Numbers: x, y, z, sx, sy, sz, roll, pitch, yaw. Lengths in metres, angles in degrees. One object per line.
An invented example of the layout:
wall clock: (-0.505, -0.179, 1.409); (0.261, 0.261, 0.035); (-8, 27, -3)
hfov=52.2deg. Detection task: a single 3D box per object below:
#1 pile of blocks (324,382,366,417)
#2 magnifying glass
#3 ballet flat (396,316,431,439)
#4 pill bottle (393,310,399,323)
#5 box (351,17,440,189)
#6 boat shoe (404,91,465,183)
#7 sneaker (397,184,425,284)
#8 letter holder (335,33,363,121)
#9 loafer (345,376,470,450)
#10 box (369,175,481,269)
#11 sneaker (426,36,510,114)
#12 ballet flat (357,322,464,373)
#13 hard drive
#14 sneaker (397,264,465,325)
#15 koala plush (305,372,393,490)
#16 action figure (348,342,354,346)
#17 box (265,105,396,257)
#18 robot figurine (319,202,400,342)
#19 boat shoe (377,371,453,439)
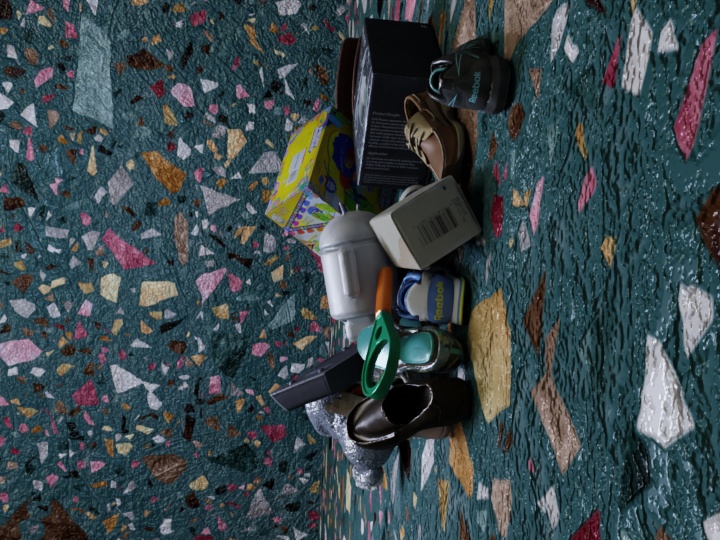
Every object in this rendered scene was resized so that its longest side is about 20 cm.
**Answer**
pile of blocks: (0.021, 0.203, 1.167); (0.081, 0.198, 0.064); (10, 82, 40)
magnifying glass: (0.030, 0.077, 0.965); (0.080, 0.022, 0.203); (-54, 24, 43)
ballet flat: (0.084, 0.155, 1.124); (0.063, 0.067, 0.205); (-19, -63, -67)
pill bottle: (0.046, 0.038, 1.237); (0.106, 0.104, 0.205); (-116, 29, -76)
box: (0.056, -0.271, 1.194); (0.202, 0.121, 0.200); (-95, 12, -50)
boat shoe: (0.096, -0.181, 1.006); (0.202, 0.072, 0.077); (-96, 10, -52)
sneaker: (0.080, -0.020, 1.115); (0.100, 0.068, 0.205); (-113, 25, -70)
letter holder: (0.026, -0.343, 1.386); (0.101, 0.139, 0.205); (-152, 65, -83)
loafer: (0.045, 0.172, 0.929); (0.198, 0.071, 0.074); (-30, 53, 37)
box: (0.077, -0.059, 0.955); (0.079, 0.094, 0.200); (59, 177, -4)
sneaker: (0.114, -0.231, 0.851); (0.201, 0.077, 0.077); (-102, 15, -70)
ballet flat: (0.068, 0.107, 0.981); (0.199, 0.073, 0.076); (1, 89, 61)
hard drive: (-0.033, 0.153, 1.134); (0.199, 0.133, 0.043); (-26, -91, -54)
sneaker: (0.085, 0.030, 0.995); (0.200, 0.080, 0.076); (-168, 79, -84)
koala plush: (0.001, 0.290, 1.360); (0.201, 0.180, 0.181); (-118, 29, -54)
action figure: (0.037, 0.077, 1.336); (0.065, 0.098, 0.204); (23, 121, 38)
box: (-0.043, -0.145, 1.329); (0.121, 0.192, 0.203); (-24, 41, 40)
robot figurine: (0.000, 0.000, 1.094); (0.169, 0.110, 0.205); (2, -102, -80)
boat shoe: (0.057, 0.158, 1.027); (0.200, 0.064, 0.075); (46, 128, 54)
